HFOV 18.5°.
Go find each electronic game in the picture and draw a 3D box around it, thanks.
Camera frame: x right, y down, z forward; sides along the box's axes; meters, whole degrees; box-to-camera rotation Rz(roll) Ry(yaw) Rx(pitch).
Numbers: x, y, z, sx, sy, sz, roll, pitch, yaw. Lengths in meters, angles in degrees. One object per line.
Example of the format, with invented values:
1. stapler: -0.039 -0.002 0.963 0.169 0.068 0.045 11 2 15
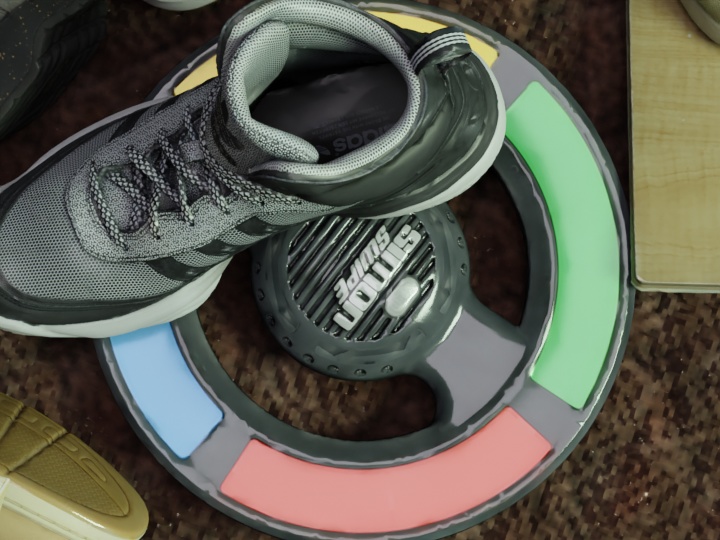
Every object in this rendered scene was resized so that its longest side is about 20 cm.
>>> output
1. electronic game: 0.000 0.000 0.797 0.199 0.042 0.201 0 83 -2

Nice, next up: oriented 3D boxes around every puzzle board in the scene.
1. puzzle board: 0.196 -0.062 0.810 0.199 0.017 0.152 2 73 -2

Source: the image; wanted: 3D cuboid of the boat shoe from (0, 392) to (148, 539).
1. boat shoe: -0.174 0.069 0.778 0.199 0.074 0.069 24 103 2

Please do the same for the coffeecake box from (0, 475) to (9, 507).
1. coffeecake box: -0.232 0.096 0.725 0.199 0.154 0.073 25 39 2

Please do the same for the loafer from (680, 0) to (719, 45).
1. loafer: 0.110 -0.173 0.796 0.075 0.068 0.200 -32 77 -8

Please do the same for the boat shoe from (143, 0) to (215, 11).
1. boat shoe: -0.104 -0.187 0.801 0.071 0.069 0.201 -31 86 -7

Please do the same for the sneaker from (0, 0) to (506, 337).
1. sneaker: -0.051 -0.038 0.729 0.199 0.114 0.076 -20 79 3

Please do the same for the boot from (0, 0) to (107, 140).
1. boot: -0.123 -0.145 0.759 0.132 0.070 0.200 47 116 2
